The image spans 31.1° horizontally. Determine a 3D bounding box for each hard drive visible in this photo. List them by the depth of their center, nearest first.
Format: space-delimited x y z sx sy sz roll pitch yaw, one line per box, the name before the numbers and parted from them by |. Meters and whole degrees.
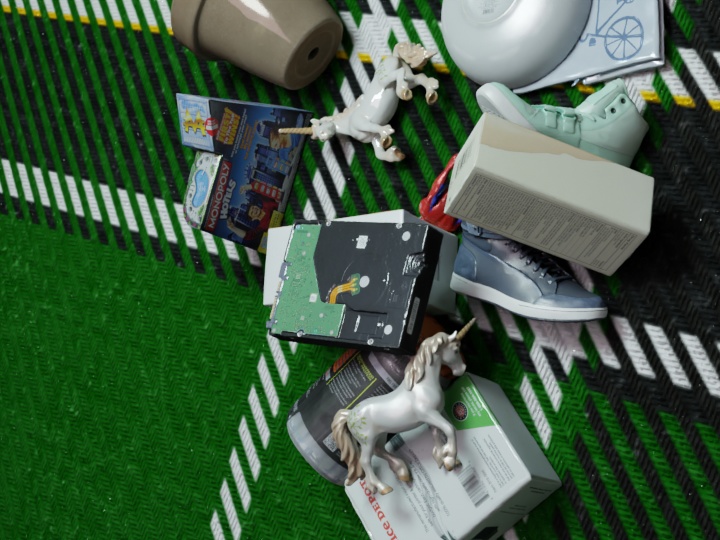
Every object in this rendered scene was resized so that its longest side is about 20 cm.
hard drive | -0.009 0.016 1.426 0.199 0.038 0.141 3 73 39

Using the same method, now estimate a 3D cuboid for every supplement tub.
supplement tub | 0.019 0.143 1.488 0.200 0.122 0.123 -45 56 18

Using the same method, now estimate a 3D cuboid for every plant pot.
plant pot | -0.122 -0.330 1.695 0.174 0.200 0.201 41 103 19

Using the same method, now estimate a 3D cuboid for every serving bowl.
serving bowl | 0.170 -0.318 1.518 0.199 0.066 0.202 -12 71 37

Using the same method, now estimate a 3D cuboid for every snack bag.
snack bag | 0.258 -0.302 1.497 0.199 0.021 0.191 -11 71 37

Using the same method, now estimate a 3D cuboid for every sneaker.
sneaker | 0.222 -0.174 1.398 0.119 0.200 0.074 -57 23 1
sneaker | 0.188 -0.028 1.420 0.201 0.077 0.148 18 105 38

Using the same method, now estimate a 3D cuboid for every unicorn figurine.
unicorn figurine | 0.056 0.152 1.378 0.198 0.074 0.139 -22 86 5
unicorn figurine | 0.016 -0.199 1.614 0.200 0.074 0.137 -47 42 1

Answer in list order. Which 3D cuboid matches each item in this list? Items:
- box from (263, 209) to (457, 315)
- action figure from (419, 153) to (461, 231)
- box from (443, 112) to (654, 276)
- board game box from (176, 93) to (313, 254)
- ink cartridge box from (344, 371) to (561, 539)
box | 0.000 0.000 1.540 0.198 0.124 0.099 -6 74 34
action figure | 0.128 -0.103 1.506 0.200 0.065 0.052 -44 31 35
box | 0.198 -0.078 1.356 0.095 0.198 0.078 123 165 -54
board game box | -0.165 -0.142 1.651 0.061 0.199 0.202 14 85 37
ink cartridge box | 0.099 0.236 1.429 0.200 0.083 0.147 -43 57 18
